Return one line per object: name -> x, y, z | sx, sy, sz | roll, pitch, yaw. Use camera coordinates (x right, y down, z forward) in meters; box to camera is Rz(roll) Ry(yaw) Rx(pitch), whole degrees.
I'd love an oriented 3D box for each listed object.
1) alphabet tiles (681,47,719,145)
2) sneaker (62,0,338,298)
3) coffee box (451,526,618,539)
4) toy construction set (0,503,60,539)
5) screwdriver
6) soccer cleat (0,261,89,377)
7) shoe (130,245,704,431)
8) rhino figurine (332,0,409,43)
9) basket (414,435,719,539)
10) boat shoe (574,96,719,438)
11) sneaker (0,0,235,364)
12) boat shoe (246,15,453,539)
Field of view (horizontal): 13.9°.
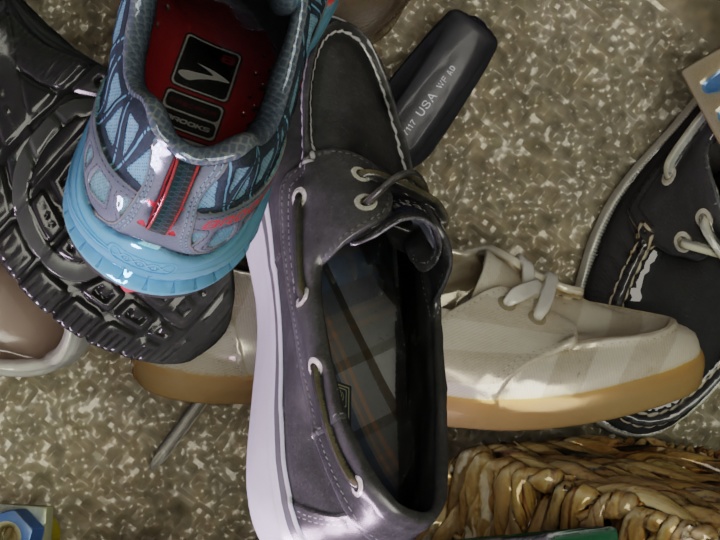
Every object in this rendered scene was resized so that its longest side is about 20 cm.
alphabet tiles -> 0.224, -0.026, 0.992 | 0.167, 0.008, 0.200 | -29, 69, 10
sneaker -> -0.035, -0.093, 0.924 | 0.079, 0.096, 0.200 | 13, 62, -10
coffee box -> 0.038, 0.189, 0.978 | 0.044, 0.123, 0.200 | -1, 83, -53
toy construction set -> -0.086, 0.175, 1.023 | 0.131, 0.092, 0.200 | -9, 99, 14
screwdriver -> -0.013, -0.007, 1.062 | 0.029, 0.028, 0.200 | 27, 98, -40
soccer cleat -> -0.185, -0.008, 1.002 | 0.200, 0.078, 0.069 | 14, 94, -10
shoe -> 0.021, 0.018, 1.021 | 0.200, 0.070, 0.053 | 2, 108, -1
rhino figurine -> -0.060, -0.145, 1.018 | 0.200, 0.060, 0.087 | 27, 88, -9
basket -> 0.089, 0.161, 1.060 | 0.149, 0.143, 0.200 | -2, 104, -53
boat shoe -> 0.141, -0.028, 1.062 | 0.074, 0.060, 0.200 | 34, 90, -10
sneaker -> -0.111, -0.053, 0.995 | 0.076, 0.091, 0.200 | -39, 88, 0
boat shoe -> 0.000, 0.000, 0.952 | 0.070, 0.066, 0.200 | 22, 57, -34
